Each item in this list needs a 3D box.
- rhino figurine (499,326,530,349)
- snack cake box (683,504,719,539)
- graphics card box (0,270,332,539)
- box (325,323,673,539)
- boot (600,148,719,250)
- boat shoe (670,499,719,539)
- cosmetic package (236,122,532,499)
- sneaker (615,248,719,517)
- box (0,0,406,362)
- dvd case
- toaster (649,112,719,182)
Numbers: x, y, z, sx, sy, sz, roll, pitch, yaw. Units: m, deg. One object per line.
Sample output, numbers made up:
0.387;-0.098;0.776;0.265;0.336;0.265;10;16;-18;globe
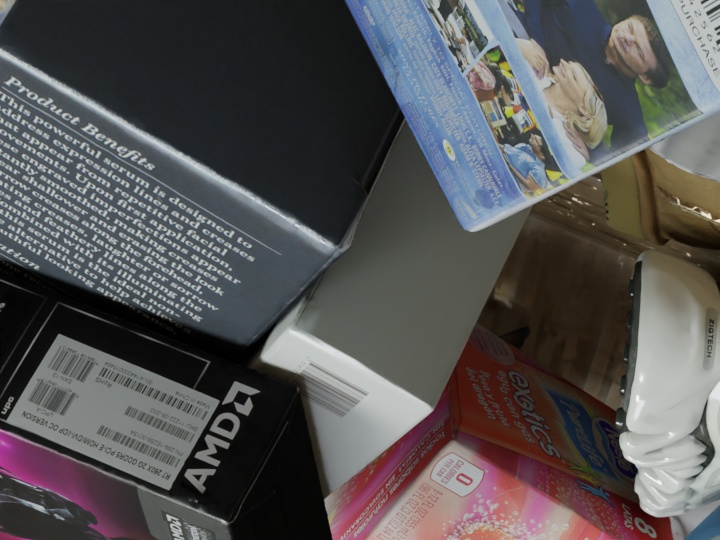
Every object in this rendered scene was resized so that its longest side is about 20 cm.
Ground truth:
-0.011;0.036;0.930;0.200;0.060;0.088;18;109;16;rhino figurine
0.187;0.118;0.733;0.200;0.067;0.115;-23;100;52;snack cake box
-0.108;0.048;0.735;0.200;0.051;0.126;20;152;15;graphics card box
0.013;0.128;0.878;0.103;0.095;0.200;32;114;-17;box
0.164;-0.032;0.665;0.200;0.066;0.175;18;165;19;boot
0.111;0.111;0.963;0.200;0.067;0.074;6;147;36;boat shoe
0.000;0.000;0.771;0.052;0.151;0.200;29;154;-8;cosmetic package
0.128;0.043;0.782;0.081;0.075;0.200;3;172;10;sneaker
-0.051;-0.056;0.718;0.107;0.149;0.200;30;153;-8;box
0.023;-0.087;0.491;0.143;0.018;0.200;63;164;0;dvd case
0.132;-0.070;0.523;0.200;0.114;0.129;7;167;0;toaster
